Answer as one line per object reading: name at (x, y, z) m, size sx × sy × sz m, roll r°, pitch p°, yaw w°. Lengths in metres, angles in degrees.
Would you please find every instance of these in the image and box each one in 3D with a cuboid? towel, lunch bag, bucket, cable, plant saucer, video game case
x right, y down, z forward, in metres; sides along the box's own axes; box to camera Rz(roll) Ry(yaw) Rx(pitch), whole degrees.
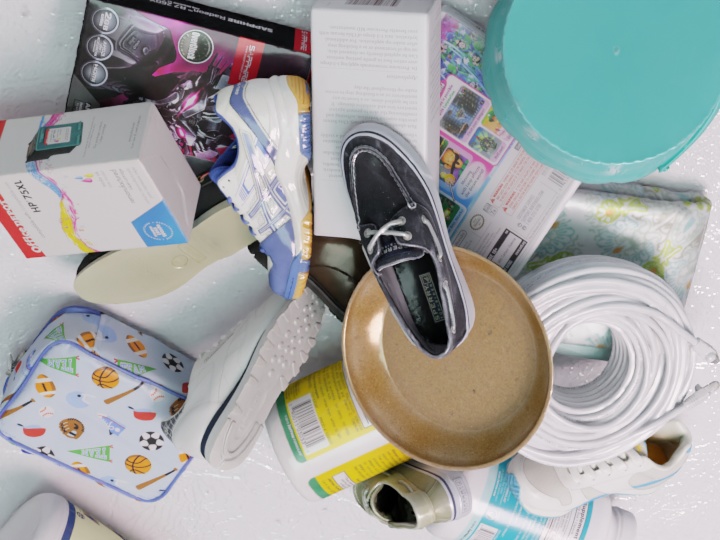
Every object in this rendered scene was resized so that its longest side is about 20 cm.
towel at (0.206, -0.001, 1.555) m, size 0.198 × 0.048 × 0.172 m, roll 7°, pitch 122°, yaw -5°
lunch bag at (-0.245, 0.130, 1.621) m, size 0.199 × 0.076 × 0.161 m, roll 29°, pitch 120°, yaw -18°
bucket at (0.197, -0.170, 1.352) m, size 0.205 × 0.135 × 0.209 m, roll 0°, pitch 92°, yaw 1°
cable at (0.199, 0.079, 1.519) m, size 0.199 × 0.069 × 0.200 m, roll -37°, pitch 117°, yaw 6°
plant saucer at (0.079, 0.071, 1.463) m, size 0.199 × 0.035 × 0.202 m, roll 8°, pitch 108°, yaw 27°
video game case at (0.097, -0.099, 1.477) m, size 0.181 × 0.024 × 0.201 m, roll 33°, pitch 118°, yaw 2°

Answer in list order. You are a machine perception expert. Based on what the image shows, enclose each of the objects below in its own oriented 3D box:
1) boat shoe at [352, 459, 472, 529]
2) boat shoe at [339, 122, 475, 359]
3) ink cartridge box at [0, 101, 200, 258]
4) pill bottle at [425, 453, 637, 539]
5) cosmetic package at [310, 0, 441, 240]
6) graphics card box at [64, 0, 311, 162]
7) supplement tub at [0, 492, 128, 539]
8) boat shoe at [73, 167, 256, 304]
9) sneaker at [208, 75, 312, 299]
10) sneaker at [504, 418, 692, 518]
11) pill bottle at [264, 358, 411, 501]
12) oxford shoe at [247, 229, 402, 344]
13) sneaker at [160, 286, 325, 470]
boat shoe at (0.034, 0.210, 1.613) m, size 0.062 × 0.200 × 0.073 m, roll -14°, pitch 90°, yaw -25°
boat shoe at (0.032, -0.022, 1.391) m, size 0.071 × 0.068 × 0.201 m, roll -17°, pitch 100°, yaw 22°
ink cartridge box at (-0.252, -0.073, 1.459) m, size 0.198 × 0.068 × 0.116 m, roll -6°, pitch 142°, yaw 18°
pill bottle at (0.168, 0.236, 1.666) m, size 0.199 × 0.111 × 0.111 m, roll 22°, pitch 120°, yaw -14°
cosmetic package at (0.014, -0.130, 1.433) m, size 0.100 × 0.071 × 0.202 m, roll 5°, pitch 114°, yaw 11°
graphics card box at (-0.145, -0.163, 1.451) m, size 0.198 × 0.051 × 0.126 m, roll 15°, pitch 122°, yaw -8°
supplement tub at (-0.273, 0.331, 1.703) m, size 0.200 × 0.145 × 0.145 m, roll 37°, pitch 115°, yaw -21°
boat shoe at (-0.170, -0.031, 1.529) m, size 0.200 × 0.063 × 0.074 m, roll -27°, pitch 139°, yaw 16°
sneaker at (-0.084, -0.070, 1.443) m, size 0.087 × 0.075 × 0.202 m, roll -3°, pitch 114°, yaw -2°
sneaker at (0.224, 0.178, 1.610) m, size 0.199 × 0.077 × 0.081 m, roll -8°, pitch 151°, yaw -33°
pill bottle at (0.019, 0.128, 1.592) m, size 0.199 × 0.113 × 0.113 m, roll -26°, pitch 119°, yaw 8°
oxford shoe at (0.000, 0.000, 1.525) m, size 0.199 × 0.073 × 0.085 m, roll 33°, pitch 112°, yaw -5°
sneaker at (-0.107, 0.081, 1.560) m, size 0.201 × 0.080 × 0.076 m, roll -56°, pitch 143°, yaw -15°
